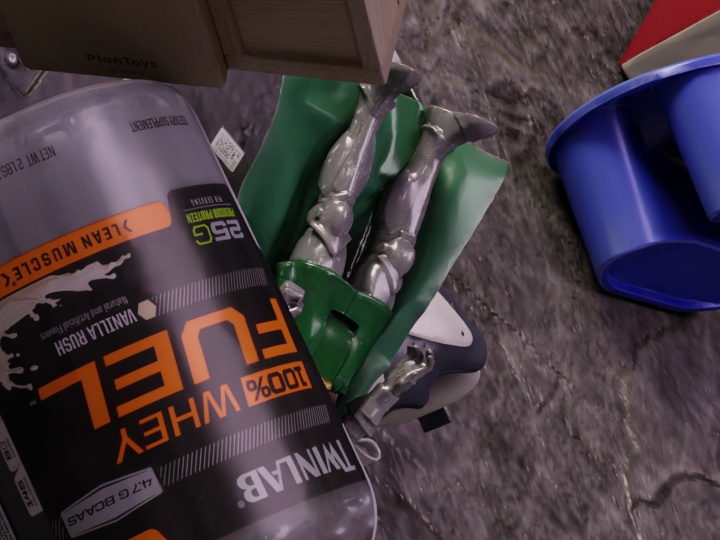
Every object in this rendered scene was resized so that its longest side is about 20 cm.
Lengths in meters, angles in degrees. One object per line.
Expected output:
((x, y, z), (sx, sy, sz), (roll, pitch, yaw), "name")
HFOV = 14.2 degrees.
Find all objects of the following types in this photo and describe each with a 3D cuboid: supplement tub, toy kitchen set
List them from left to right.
((-0.082, -0.182, 0.934), (0.163, 0.200, 0.181), (74, 26, -60), "toy kitchen set")
((-0.073, 0.049, 0.945), (0.123, 0.123, 0.200), (-11, 72, -62), "supplement tub")

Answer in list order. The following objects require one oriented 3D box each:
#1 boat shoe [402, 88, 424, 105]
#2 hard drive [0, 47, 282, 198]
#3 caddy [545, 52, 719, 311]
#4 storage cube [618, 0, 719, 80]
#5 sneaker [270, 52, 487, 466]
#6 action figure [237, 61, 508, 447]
((-0.033, -0.134, 1.273), (0.200, 0.057, 0.069), (63, 27, 6), "boat shoe")
((-0.084, -0.081, 1.095), (0.140, 0.038, 0.200), (50, 46, -22), "hard drive")
((0.183, -0.054, 1.482), (0.200, 0.141, 0.105), (16, 55, -56), "caddy")
((0.283, -0.129, 1.675), (0.171, 0.200, 0.180), (54, 33, -14), "storage cube")
((0.000, 0.000, 1.171), (0.130, 0.079, 0.199), (51, 29, -23), "sneaker")
((-0.016, 0.024, 1.055), (0.118, 0.055, 0.200), (30, 78, -32), "action figure")
